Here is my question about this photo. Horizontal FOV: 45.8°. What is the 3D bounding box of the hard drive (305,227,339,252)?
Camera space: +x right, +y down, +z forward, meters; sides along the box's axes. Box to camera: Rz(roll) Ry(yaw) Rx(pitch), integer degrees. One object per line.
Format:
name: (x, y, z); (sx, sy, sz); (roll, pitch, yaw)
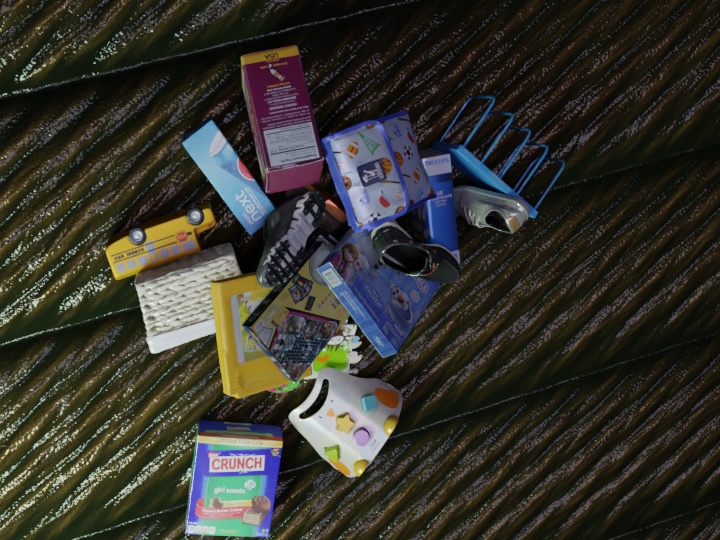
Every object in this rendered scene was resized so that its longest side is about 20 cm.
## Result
hard drive: (-0.083, 0.035, 1.567); (0.139, 0.038, 0.200); (37, 115, -19)

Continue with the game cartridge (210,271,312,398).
game cartridge: (-0.166, 0.103, 1.465); (0.173, 0.032, 0.206); (-13, 102, -36)

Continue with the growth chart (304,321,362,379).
growth chart: (-0.067, 0.138, 1.601); (0.141, 0.018, 0.203); (-11, 134, -5)

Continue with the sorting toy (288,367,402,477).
sorting toy: (-0.037, 0.284, 1.646); (0.178, 0.107, 0.202); (35, 94, -11)

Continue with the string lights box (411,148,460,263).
string lights box: (0.134, -0.117, 1.582); (0.057, 0.103, 0.205); (-11, 105, -13)

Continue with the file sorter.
file sorter: (0.258, -0.213, 1.572); (0.199, 0.139, 0.124); (37, 90, -19)

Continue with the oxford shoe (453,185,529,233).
oxford shoe: (0.217, -0.109, 1.559); (0.058, 0.197, 0.076); (-54, 132, -19)

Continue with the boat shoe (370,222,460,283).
boat shoe: (0.102, -0.016, 1.496); (0.199, 0.064, 0.074); (26, 121, -35)

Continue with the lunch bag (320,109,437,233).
lunch bag: (0.026, -0.167, 1.447); (0.199, 0.122, 0.174); (-26, 97, -50)

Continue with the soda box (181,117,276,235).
soda box: (-0.230, -0.166, 1.505); (0.067, 0.064, 0.202); (-36, 109, -2)

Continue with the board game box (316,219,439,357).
board game box: (0.038, 0.011, 1.517); (0.201, 0.043, 0.200); (53, 44, -15)

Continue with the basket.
basket: (-0.294, 0.042, 1.503); (0.196, 0.136, 0.126); (-18, 105, -9)

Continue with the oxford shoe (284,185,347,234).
oxford shoe: (-0.112, -0.135, 1.539); (0.199, 0.072, 0.073); (40, 102, -16)

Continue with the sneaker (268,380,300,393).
sneaker: (-0.168, 0.151, 1.590); (0.075, 0.085, 0.202); (-19, 127, 11)

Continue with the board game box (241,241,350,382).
board game box: (-0.095, 0.070, 1.472); (0.201, 0.034, 0.136); (-49, 118, -22)

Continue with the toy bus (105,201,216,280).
toy bus: (-0.348, -0.056, 1.502); (0.196, 0.065, 0.080); (-19, 108, -8)

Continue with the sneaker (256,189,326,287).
sneaker: (-0.136, -0.053, 1.464); (0.067, 0.089, 0.203); (53, 53, -39)

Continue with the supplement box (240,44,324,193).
supplement box: (-0.133, -0.252, 1.435); (0.101, 0.131, 0.205); (-12, 81, -10)

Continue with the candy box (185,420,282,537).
candy box: (-0.243, 0.400, 1.633); (0.165, 0.077, 0.205); (6, 101, -14)
